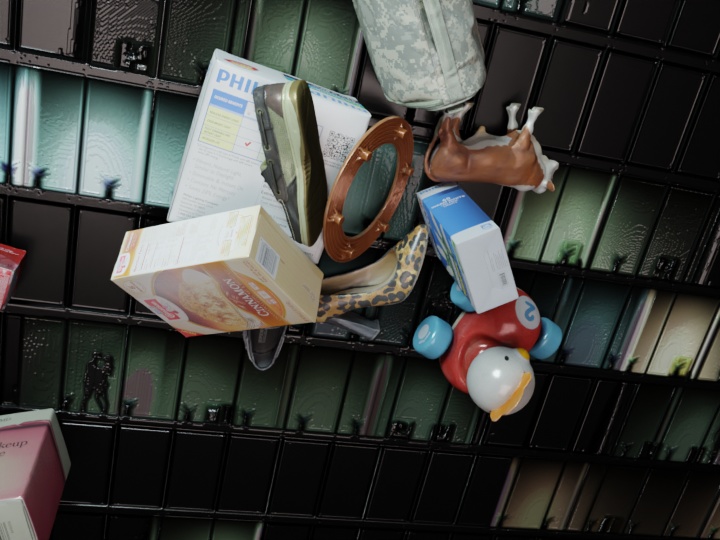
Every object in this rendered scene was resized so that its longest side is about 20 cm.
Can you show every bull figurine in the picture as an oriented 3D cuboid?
[{"bbox_3d":[0.186,-0.163,1.037,0.199,0.065,0.122,-1,110,-13],"label":"bull figurine"}]

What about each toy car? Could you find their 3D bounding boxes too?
[{"bbox_3d":[0.204,0.129,1.094,0.184,0.200,0.177,32,104,-22],"label":"toy car"}]

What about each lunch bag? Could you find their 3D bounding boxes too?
[{"bbox_3d":[0.072,-0.295,0.899,0.139,0.168,0.201,-20,115,-2],"label":"lunch bag"}]

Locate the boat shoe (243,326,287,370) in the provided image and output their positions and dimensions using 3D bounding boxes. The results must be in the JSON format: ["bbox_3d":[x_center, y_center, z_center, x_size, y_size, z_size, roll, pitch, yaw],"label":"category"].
[{"bbox_3d":[-0.126,0.051,1.047,0.071,0.068,0.201,4,126,-18],"label":"boat shoe"}]

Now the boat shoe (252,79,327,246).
[{"bbox_3d":[-0.081,-0.120,0.870,0.066,0.072,0.202,7,128,15],"label":"boat shoe"}]

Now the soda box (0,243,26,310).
[{"bbox_3d":[-0.535,-0.016,0.962,0.199,0.070,0.064,20,108,-18],"label":"soda box"}]

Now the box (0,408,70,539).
[{"bbox_3d":[-0.484,0.293,1.036,0.127,0.200,0.110,-8,115,-7],"label":"box"}]

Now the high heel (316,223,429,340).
[{"bbox_3d":[0.000,0.000,1.070,0.142,0.072,0.200,23,112,-20],"label":"high heel"}]

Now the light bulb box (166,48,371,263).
[{"bbox_3d":[-0.116,-0.142,0.955,0.197,0.125,0.201,16,108,-17],"label":"light bulb box"}]

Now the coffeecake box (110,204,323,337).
[{"bbox_3d":[-0.170,0.007,0.931,0.199,0.073,0.154,-8,145,26],"label":"coffeecake box"}]

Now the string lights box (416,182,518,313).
[{"bbox_3d":[0.137,-0.038,1.007,0.059,0.200,0.103,-21,115,-1],"label":"string lights box"}]

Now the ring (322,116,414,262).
[{"bbox_3d":[0.017,-0.099,0.978,0.019,0.200,0.201,29,111,23],"label":"ring"}]
